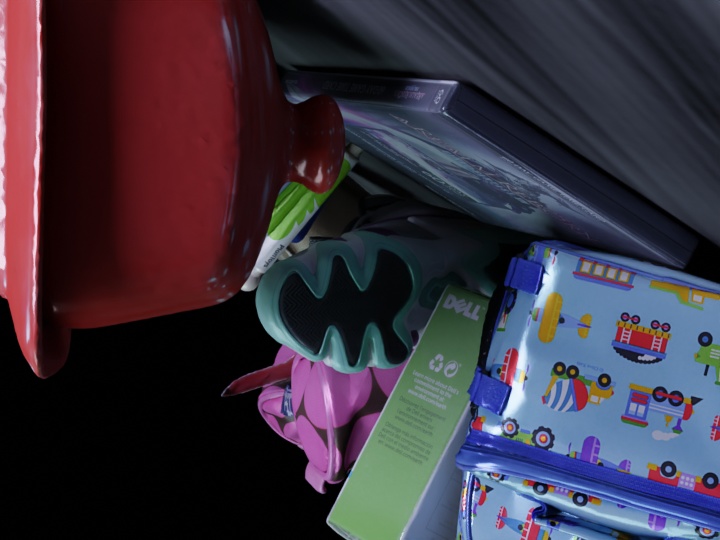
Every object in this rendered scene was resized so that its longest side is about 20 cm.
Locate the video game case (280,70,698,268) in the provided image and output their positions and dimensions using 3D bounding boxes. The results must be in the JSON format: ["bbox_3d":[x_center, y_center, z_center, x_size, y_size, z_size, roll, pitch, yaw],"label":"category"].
[{"bbox_3d":[0.053,-0.052,0.801,0.142,0.019,0.200,30,176,-24],"label":"video game case"}]

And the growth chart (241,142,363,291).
[{"bbox_3d":[-0.108,-0.057,0.886,0.199,0.145,0.018,21,-150,-27],"label":"growth chart"}]

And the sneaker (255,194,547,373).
[{"bbox_3d":[0.000,0.000,0.966,0.198,0.079,0.139,-2,-163,-37],"label":"sneaker"}]

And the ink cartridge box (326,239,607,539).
[{"bbox_3d":[0.075,0.075,0.918,0.104,0.201,0.059,32,173,-41],"label":"ink cartridge box"}]

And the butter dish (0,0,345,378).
[{"bbox_3d":[-0.079,-0.057,0.724,0.146,0.202,0.199,1,180,-6],"label":"butter dish"}]

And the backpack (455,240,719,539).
[{"bbox_3d":[0.126,0.102,0.793,0.181,0.202,0.134,20,179,17],"label":"backpack"}]

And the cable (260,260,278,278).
[{"bbox_3d":[-0.147,-0.057,1.266,0.198,0.051,0.164,12,141,25],"label":"cable"}]

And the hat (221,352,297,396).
[{"bbox_3d":[0.038,0.076,1.315,0.199,0.177,0.166,26,175,18],"label":"hat"}]

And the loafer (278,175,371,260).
[{"bbox_3d":[-0.010,-0.020,1.097,0.200,0.076,0.067,46,156,-21],"label":"loafer"}]

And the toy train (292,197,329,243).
[{"bbox_3d":[-0.116,-0.095,0.998,0.199,0.085,0.116,26,165,25],"label":"toy train"}]

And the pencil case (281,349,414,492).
[{"bbox_3d":[0.056,0.072,1.023,0.198,0.095,0.091,-10,-160,-18],"label":"pencil case"}]

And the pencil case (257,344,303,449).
[{"bbox_3d":[-0.017,0.062,1.395,0.090,0.201,0.094,14,137,15],"label":"pencil case"}]
